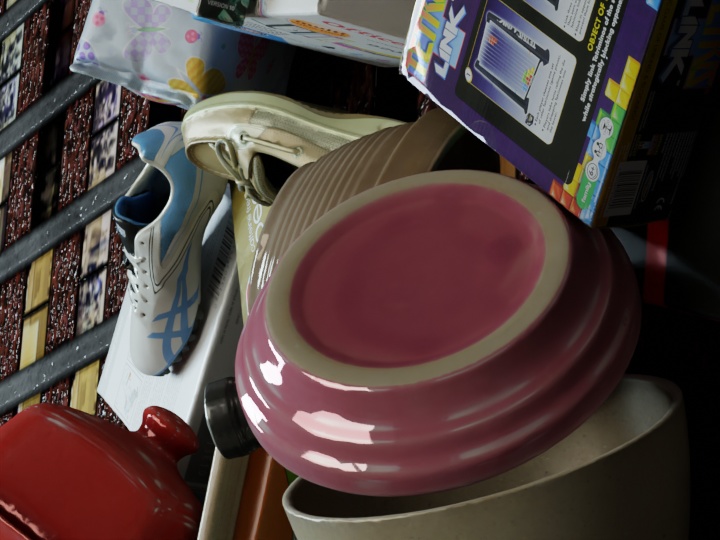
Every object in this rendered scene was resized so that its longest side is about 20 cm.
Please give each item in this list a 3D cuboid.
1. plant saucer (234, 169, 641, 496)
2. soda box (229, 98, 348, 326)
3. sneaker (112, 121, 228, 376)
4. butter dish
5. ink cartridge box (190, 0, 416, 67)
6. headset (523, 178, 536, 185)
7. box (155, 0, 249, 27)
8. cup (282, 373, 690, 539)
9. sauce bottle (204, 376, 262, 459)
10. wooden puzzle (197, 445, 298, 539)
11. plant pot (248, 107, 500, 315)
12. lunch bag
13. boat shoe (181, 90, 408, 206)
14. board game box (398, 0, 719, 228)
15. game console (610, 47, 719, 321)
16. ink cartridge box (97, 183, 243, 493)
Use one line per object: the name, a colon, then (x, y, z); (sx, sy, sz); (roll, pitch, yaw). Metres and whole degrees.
plant saucer: (0.032, 0.019, 1.233); (0.201, 0.200, 0.051); (-116, 5, -51)
soda box: (-0.038, -0.012, 1.662); (0.068, 0.064, 0.201); (-49, 38, 45)
sneaker: (-0.138, -0.015, 1.743); (0.072, 0.072, 0.201); (-115, 31, -50)
butter dish: (-0.164, 0.156, 1.709); (0.199, 0.200, 0.148); (33, 80, 25)
ink cartridge box: (0.011, -0.204, 1.549); (0.200, 0.147, 0.145); (10, 88, 65)
headset: (0.096, 0.027, 1.398); (0.200, 0.094, 0.124); (-48, 33, 21)
box: (-0.084, -0.254, 1.557); (0.144, 0.036, 0.201); (28, 106, 63)
cup: (0.076, 0.150, 1.258); (0.200, 0.200, 0.144); (4, 111, 64)
sauce bottle: (0.021, 0.050, 1.296); (0.065, 0.199, 0.065); (-14, -90, -79)
wooden puzzle: (-0.042, 0.165, 1.494); (0.037, 0.185, 0.201); (15, 88, 27)
plant pot: (0.000, 0.000, 1.428); (0.201, 0.092, 0.202); (18, -90, -73)
lunch bag: (-0.096, -0.189, 1.736); (0.127, 0.200, 0.170); (19, 97, 19)
boat shoe: (-0.035, -0.061, 1.585); (0.200, 0.073, 0.063); (12, 66, 31)
board game box: (0.107, -0.147, 1.236); (0.165, 0.057, 0.201); (44, 128, 42)
game console: (0.161, -0.077, 1.247); (0.177, 0.031, 0.201); (17, 108, 50)
ink cartridge box: (-0.118, 0.032, 1.828); (0.174, 0.043, 0.201); (43, 118, 61)
